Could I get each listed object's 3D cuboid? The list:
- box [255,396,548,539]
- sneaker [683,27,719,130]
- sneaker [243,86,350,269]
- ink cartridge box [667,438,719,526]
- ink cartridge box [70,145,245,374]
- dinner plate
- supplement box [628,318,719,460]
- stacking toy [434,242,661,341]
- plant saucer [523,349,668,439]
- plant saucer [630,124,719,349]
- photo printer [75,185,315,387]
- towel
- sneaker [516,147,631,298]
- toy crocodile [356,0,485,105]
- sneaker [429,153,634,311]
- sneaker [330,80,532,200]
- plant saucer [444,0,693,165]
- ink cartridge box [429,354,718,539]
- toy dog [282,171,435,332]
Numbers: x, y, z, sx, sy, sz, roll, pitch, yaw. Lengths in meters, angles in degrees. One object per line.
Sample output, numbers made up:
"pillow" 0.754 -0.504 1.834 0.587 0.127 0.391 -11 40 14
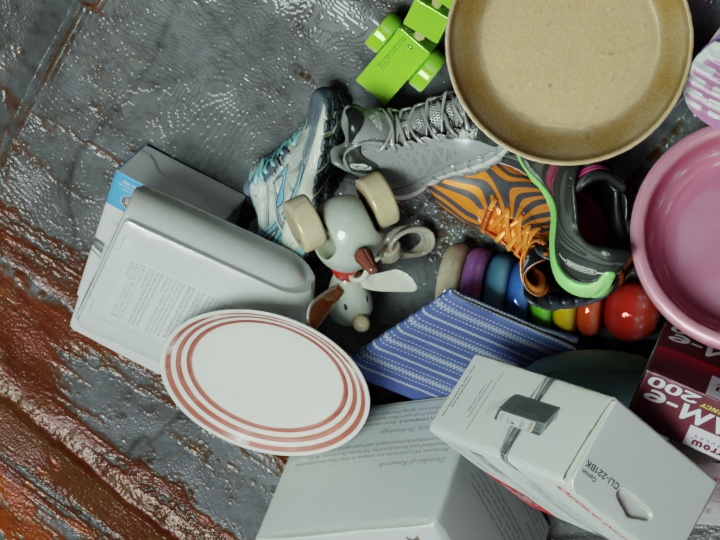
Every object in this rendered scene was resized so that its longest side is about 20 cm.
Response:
"box" 0.046 0.253 1.699 0.200 0.171 0.199 -10 127 28
"sneaker" 0.324 -0.196 1.406 0.080 0.088 0.200 28 138 9
"sneaker" -0.066 -0.086 1.637 0.086 0.078 0.200 24 124 13
"ink cartridge box" 0.327 0.166 1.546 0.116 0.068 0.200 5 157 10
"ink cartridge box" -0.203 -0.009 1.742 0.116 0.067 0.200 27 124 5
"dinner plate" -0.087 0.100 1.638 0.200 0.024 0.200 9 137 9
"supplement box" 0.303 0.074 1.492 0.109 0.200 0.061 23 125 9
"stacking toy" 0.171 0.029 1.601 0.200 0.085 0.085 8 121 14
"plant saucer" 0.218 0.119 1.611 0.200 0.036 0.200 5 152 3
"plant saucer" 0.325 -0.025 1.465 0.200 0.201 0.051 18 167 13
"photo printer" -0.149 0.025 1.656 0.200 0.069 0.166 24 130 -8
"towel" 0.088 0.076 1.627 0.145 0.024 0.200 22 148 -23
"sneaker" 0.188 -0.077 1.489 0.084 0.077 0.200 -46 54 53
"toy crocodile" 0.060 -0.219 1.522 0.068 0.062 0.200 37 130 0
"sneaker" 0.143 -0.034 1.551 0.200 0.112 0.078 21 128 12
"sneaker" 0.049 -0.122 1.524 0.115 0.075 0.200 17 147 -37
"plant saucer" 0.170 -0.187 1.444 0.200 0.035 0.200 1 98 9
"ink cartridge box" 0.176 0.155 1.473 0.144 0.084 0.200 38 169 -29
"toy dog" 0.000 0.000 1.571 0.132 0.096 0.200 -31 147 8
